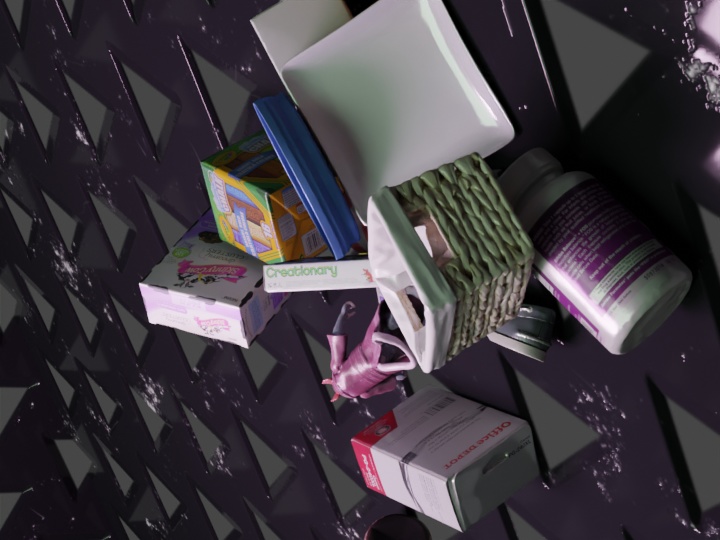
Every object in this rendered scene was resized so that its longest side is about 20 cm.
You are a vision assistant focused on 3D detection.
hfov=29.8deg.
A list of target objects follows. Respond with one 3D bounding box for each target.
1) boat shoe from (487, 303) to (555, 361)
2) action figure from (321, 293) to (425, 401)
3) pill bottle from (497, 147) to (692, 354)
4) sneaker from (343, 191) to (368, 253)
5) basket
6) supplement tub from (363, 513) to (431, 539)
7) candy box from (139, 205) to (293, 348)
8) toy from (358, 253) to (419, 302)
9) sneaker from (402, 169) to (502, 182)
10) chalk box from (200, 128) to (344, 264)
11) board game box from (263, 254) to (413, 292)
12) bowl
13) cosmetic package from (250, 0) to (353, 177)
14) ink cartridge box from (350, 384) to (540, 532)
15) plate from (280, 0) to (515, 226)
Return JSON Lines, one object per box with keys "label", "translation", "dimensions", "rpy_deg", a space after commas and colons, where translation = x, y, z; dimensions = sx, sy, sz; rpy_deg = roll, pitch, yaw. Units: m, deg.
{"label": "boat shoe", "translation": [0.155, 0.046, 1.568], "dimensions": [0.199, 0.072, 0.063], "rpy_deg": [29, 97, 54]}
{"label": "action figure", "translation": [0.022, 0.117, 1.686], "dimensions": [0.133, 0.150, 0.200], "rpy_deg": [36, 124, -17]}
{"label": "pill bottle", "translation": [0.219, -0.024, 1.323], "dimensions": [0.200, 0.112, 0.113], "rpy_deg": [47, 150, 21]}
{"label": "sneaker", "translation": [0.020, -0.123, 1.617], "dimensions": [0.085, 0.074, 0.203], "rpy_deg": [-3, 108, 23]}
{"label": "basket", "translation": [0.088, -0.007, 1.334], "dimensions": [0.137, 0.122, 0.200], "rpy_deg": [62, 172, 19]}
{"label": "supplement tub", "translation": [0.061, 0.472, 2.053], "dimensions": [0.107, 0.106, 0.202], "rpy_deg": [34, 143, 38]}
{"label": "candy box", "translation": [-0.177, 0.002, 1.849], "dimensions": [0.166, 0.201, 0.072], "rpy_deg": [12, 132, 25]}
{"label": "toy", "translation": [0.033, -0.004, 1.709], "dimensions": [0.114, 0.047, 0.202], "rpy_deg": [18, 132, 48]}
{"label": "sneaker", "translation": [0.114, -0.055, 1.496], "dimensions": [0.198, 0.080, 0.117], "rpy_deg": [21, 131, 47]}
{"label": "chalk box", "translation": [-0.123, -0.103, 1.789], "dimensions": [0.199, 0.124, 0.125], "rpy_deg": [26, 138, 44]}
{"label": "board game box", "translation": [0.000, 0.000, 1.593], "dimensions": [0.197, 0.126, 0.035], "rpy_deg": [-3, 94, 22]}
{"label": "bowl", "translation": [-0.058, -0.110, 1.532], "dimensions": [0.203, 0.039, 0.201], "rpy_deg": [62, 177, 5]}
{"label": "cosmetic package", "translation": [-0.031, -0.218, 1.527], "dimensions": [0.202, 0.106, 0.085], "rpy_deg": [63, -176, -4]}
{"label": "ink cartridge box", "translation": [0.108, 0.234, 1.709], "dimensions": [0.199, 0.144, 0.084], "rpy_deg": [16, 129, 52]}
{"label": "plate", "translation": [0.040, -0.182, 1.450], "dimensions": [0.198, 0.032, 0.202], "rpy_deg": [-30, 91, 20]}
